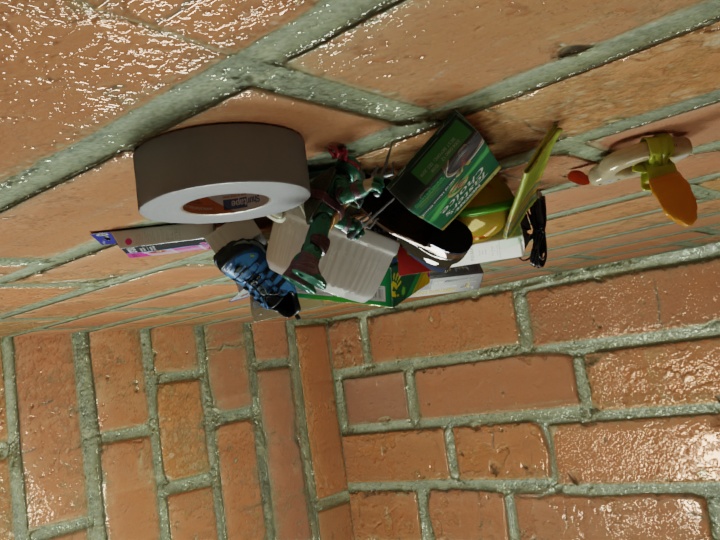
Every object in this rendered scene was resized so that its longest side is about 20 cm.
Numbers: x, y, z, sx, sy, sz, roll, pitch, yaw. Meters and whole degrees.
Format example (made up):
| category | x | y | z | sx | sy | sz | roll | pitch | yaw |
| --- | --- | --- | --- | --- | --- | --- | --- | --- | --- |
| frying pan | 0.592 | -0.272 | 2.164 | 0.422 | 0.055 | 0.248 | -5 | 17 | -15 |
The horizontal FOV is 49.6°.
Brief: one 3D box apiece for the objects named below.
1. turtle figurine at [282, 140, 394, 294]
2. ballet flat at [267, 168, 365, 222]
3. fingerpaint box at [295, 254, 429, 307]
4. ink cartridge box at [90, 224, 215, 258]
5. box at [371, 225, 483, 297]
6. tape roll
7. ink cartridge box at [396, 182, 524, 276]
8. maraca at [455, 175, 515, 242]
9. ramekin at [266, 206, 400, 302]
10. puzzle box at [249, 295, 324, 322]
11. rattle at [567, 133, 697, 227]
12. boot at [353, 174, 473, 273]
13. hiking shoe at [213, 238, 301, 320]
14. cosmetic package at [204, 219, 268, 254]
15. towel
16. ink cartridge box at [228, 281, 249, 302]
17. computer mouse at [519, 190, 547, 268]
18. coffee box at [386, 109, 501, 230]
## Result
| category | x | y | z | sx | sy | sz | roll | pitch | yaw |
| --- | --- | --- | --- | --- | --- | --- | --- | --- | --- |
| turtle figurine | -0.028 | -0.072 | 0.978 | 0.100 | 0.201 | 0.150 | 26 | 167 | 7 |
| ballet flat | -0.089 | -0.098 | 1.045 | 0.198 | 0.075 | 0.074 | -7 | 173 | -1 |
| fingerpaint box | 0.000 | 0.000 | 1.361 | 0.199 | 0.074 | 0.167 | 5 | -164 | 27 |
| ink cartridge box | -0.340 | -0.050 | 1.304 | 0.198 | 0.037 | 0.095 | -5 | 172 | -8 |
| box | 0.121 | -0.025 | 1.518 | 0.198 | 0.159 | 0.049 | -7 | 138 | -14 |
| tape roll | -0.159 | -0.107 | 0.905 | 0.199 | 0.067 | 0.200 | -8 | 172 | -1 |
| ink cartridge box | 0.154 | -0.070 | 1.256 | 0.198 | 0.050 | 0.161 | -7 | -144 | 6 |
| maraca | 0.162 | -0.100 | 1.176 | 0.136 | 0.108 | 0.200 | -5 | -169 | -1 |
| ramekin | -0.049 | -0.027 | 1.185 | 0.199 | 0.106 | 0.200 | 20 | -179 | 0 |
| puzzle box | -0.142 | 0.039 | 1.464 | 0.132 | 0.026 | 0.200 | -13 | -163 | -6 |
| rattle | 0.413 | -0.118 | 1.183 | 0.130 | 0.144 | 0.200 | -25 | 179 | -37 |
| boot | 0.058 | -0.060 | 1.116 | 0.199 | 0.075 | 0.097 | 31 | 155 | 7 |
| hiking shoe | -0.153 | 0.013 | 1.237 | 0.074 | 0.087 | 0.200 | -41 | 148 | 9 |
| cosmetic package | -0.201 | -0.043 | 1.318 | 0.082 | 0.051 | 0.200 | -37 | 175 | -4 |
| towel | 0.232 | -0.115 | 1.061 | 0.018 | 0.086 | 0.200 | 29 | 163 | 13 |
| ink cartridge box | -0.151 | -0.019 | 1.367 | 0.200 | 0.039 | 0.099 | -38 | 176 | 13 |
| computer mouse | 0.249 | -0.086 | 1.363 | 0.198 | 0.140 | 0.053 | 8 | 166 | -18 |
| coffee box | 0.110 | -0.117 | 0.967 | 0.123 | 0.044 | 0.200 | -47 | 165 | 8 |
